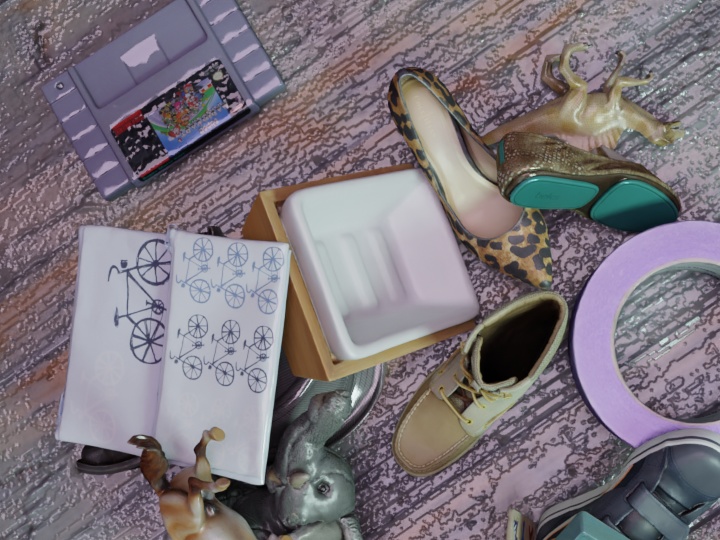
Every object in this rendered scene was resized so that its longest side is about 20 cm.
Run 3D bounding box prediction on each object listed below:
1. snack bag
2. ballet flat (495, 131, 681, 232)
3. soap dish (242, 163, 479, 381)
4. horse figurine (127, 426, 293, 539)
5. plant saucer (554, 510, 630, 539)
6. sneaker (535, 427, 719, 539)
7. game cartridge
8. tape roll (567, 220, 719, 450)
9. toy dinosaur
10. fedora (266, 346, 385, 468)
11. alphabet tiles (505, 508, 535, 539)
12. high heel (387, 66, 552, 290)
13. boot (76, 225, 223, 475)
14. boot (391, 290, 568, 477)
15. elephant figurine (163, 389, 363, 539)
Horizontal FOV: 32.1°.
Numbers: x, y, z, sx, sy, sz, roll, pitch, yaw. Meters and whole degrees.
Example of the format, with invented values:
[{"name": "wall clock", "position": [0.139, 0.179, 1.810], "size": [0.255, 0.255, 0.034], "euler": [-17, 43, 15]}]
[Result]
[{"name": "snack bag", "position": [-0.153, 0.059, 0.991], "size": [0.198, 0.021, 0.191], "euler": [9, 94, 21]}, {"name": "ballet flat", "position": [0.192, -0.080, 1.051], "size": [0.070, 0.199, 0.066], "euler": [-42, 51, 38]}, {"name": "soap dish", "position": [0.000, 0.000, 1.049], "size": [0.081, 0.199, 0.159], "euler": [-25, 83, 41]}, {"name": "horse figurine", "position": [-0.103, 0.198, 0.956], "size": [0.200, 0.133, 0.050], "euler": [45, 47, -1]}, {"name": "plant saucer", "position": [0.236, 0.266, 0.986], "size": [0.199, 0.019, 0.070], "euler": [32, 119, -6]}, {"name": "sneaker", "position": [0.220, 0.206, 1.011], "size": [0.078, 0.080, 0.200], "euler": [39, 126, -11]}, {"name": "game cartridge", "position": [-0.181, -0.167, 1.156], "size": [0.199, 0.038, 0.130], "euler": [-32, 79, 3]}, {"name": "tape roll", "position": [0.277, 0.061, 1.058], "size": [0.198, 0.085, 0.202], "euler": [0, 85, 6]}, {"name": "toy dinosaur", "position": [0.185, -0.143, 1.097], "size": [0.198, 0.058, 0.102], "euler": [-2, 87, 7]}, {"name": "fedora", "position": [-0.081, 0.084, 1.094], "size": [0.198, 0.090, 0.178], "euler": [-20, 84, 5]}, {"name": "alphabet tiles", "position": [0.123, 0.298, 1.005], "size": [0.006, 0.166, 0.202], "euler": [2, 73, 18]}, {"name": "high heel", "position": [0.089, -0.076, 1.033], "size": [0.071, 0.143, 0.201], "euler": [-35, 63, 6]}, {"name": "boot", "position": [-0.174, 0.068, 1.047], "size": [0.199, 0.069, 0.176], "euler": [-23, 82, 22]}, {"name": "boot", "position": [0.096, 0.095, 1.040], "size": [0.200, 0.155, 0.072], "euler": [-45, 82, 2]}, {"name": "elephant figurine", "position": [-0.055, 0.207, 1.053], "size": [0.199, 0.155, 0.142], "euler": [-28, 74, 9]}]
